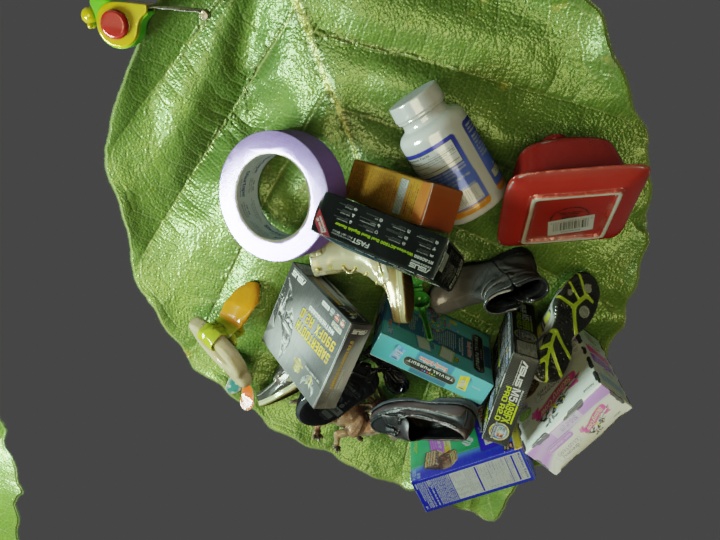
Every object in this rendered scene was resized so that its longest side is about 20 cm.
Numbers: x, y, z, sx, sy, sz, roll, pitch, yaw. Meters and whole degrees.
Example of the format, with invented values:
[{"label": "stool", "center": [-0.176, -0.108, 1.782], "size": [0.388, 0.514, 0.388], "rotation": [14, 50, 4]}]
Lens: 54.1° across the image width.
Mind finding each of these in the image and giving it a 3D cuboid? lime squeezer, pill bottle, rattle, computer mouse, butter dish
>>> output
[{"label": "lime squeezer", "center": [0.093, 0.023, 1.177], "size": [0.037, 0.071, 0.202], "rotation": [-11, 75, 13]}, {"label": "pill bottle", "center": [0.130, -0.180, 1.070], "size": [0.111, 0.112, 0.201], "rotation": [-30, 106, 16]}, {"label": "rattle", "center": [-0.210, 0.138, 1.280], "size": [0.129, 0.143, 0.201], "rotation": [0, 134, 40]}, {"label": "computer mouse", "center": [-0.025, 0.197, 1.213], "size": [0.199, 0.053, 0.139], "rotation": [-30, 131, 7]}, {"label": "butter dish", "center": [0.302, -0.138, 1.059], "size": [0.198, 0.149, 0.200], "rotation": [-5, 152, 2]}]

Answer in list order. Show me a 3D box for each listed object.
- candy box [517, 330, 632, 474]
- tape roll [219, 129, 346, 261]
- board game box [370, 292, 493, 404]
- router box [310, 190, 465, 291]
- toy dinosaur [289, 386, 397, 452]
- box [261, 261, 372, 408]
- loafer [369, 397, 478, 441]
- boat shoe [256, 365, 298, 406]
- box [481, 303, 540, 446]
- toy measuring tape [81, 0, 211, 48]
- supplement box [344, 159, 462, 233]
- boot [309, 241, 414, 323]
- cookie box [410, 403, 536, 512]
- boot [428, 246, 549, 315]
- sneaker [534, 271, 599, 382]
[{"label": "candy box", "center": [0.333, 0.202, 1.158], "size": [0.071, 0.200, 0.168], "rotation": [36, 111, -13]}, {"label": "tape roll", "center": [-0.123, -0.118, 1.108], "size": [0.198, 0.066, 0.202], "rotation": [6, 104, 24]}, {"label": "board game box", "center": [0.120, 0.124, 1.173], "size": [0.198, 0.151, 0.047], "rotation": [25, 116, -5]}, {"label": "router box", "center": [0.043, -0.039, 1.027], "size": [0.198, 0.150, 0.063], "rotation": [23, 90, 19]}, {"label": "toy dinosaur", "center": [-0.022, 0.249, 1.279], "size": [0.199, 0.086, 0.136], "rotation": [31, 113, -3]}, {"label": "box", "center": [-0.078, 0.102, 1.161], "size": [0.048, 0.200, 0.160], "rotation": [10, 113, -39]}, {"label": "loafer", "center": [0.095, 0.250, 1.156], "size": [0.198, 0.063, 0.072], "rotation": [-12, 125, 32]}, {"label": "boat shoe", "center": [-0.115, 0.179, 1.271], "size": [0.200, 0.072, 0.066], "rotation": [-34, 79, 27]}, {"label": "box", "center": [0.242, 0.160, 1.150], "size": [0.044, 0.200, 0.162], "rotation": [16, 113, 4]}, {"label": "toy measuring tape", "center": [-0.323, -0.366, 1.061], "size": [0.198, 0.074, 0.074], "rotation": [7, 113, 3]}, {"label": "supplement box", "center": [0.058, -0.113, 1.047], "size": [0.066, 0.199, 0.070], "rotation": [9, 100, -38]}, {"label": "boot", "center": [0.000, 0.000, 1.149], "size": [0.154, 0.073, 0.202], "rotation": [-14, 82, 13]}, {"label": "cookie box", "center": [0.191, 0.310, 1.235], "size": [0.198, 0.172, 0.076], "rotation": [-22, 112, 13]}, {"label": "boot", "center": [0.198, 0.033, 1.139], "size": [0.199, 0.132, 0.070], "rotation": [-29, 108, 16]}, {"label": "sneaker", "center": [0.322, 0.088, 1.160], "size": [0.075, 0.076, 0.201], "rotation": [36, 77, -10]}]
